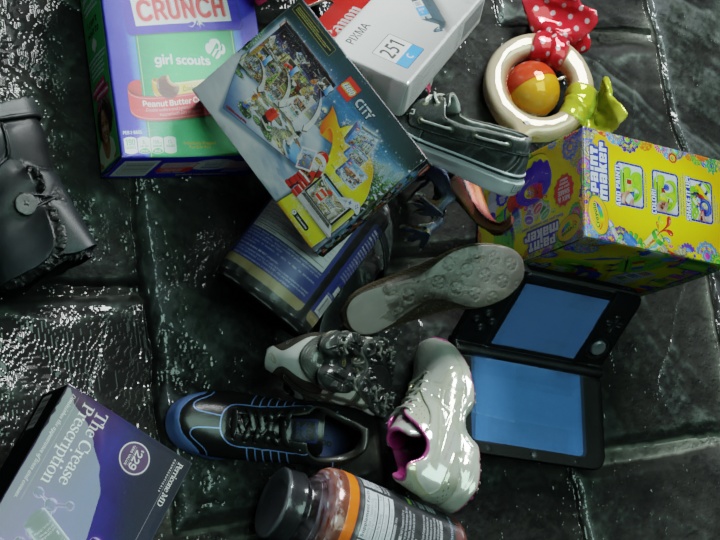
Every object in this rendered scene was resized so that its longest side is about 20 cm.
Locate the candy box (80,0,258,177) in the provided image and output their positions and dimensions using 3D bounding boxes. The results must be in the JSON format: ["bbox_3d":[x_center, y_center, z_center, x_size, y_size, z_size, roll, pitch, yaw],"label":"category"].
[{"bbox_3d":[-0.182,-0.200,1.429,0.167,0.077,0.202,-4,78,-30],"label":"candy box"}]

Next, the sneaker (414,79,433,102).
[{"bbox_3d":[-0.023,-0.208,1.498,0.197,0.081,0.075,8,53,4],"label":"sneaker"}]

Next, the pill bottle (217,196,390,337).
[{"bbox_3d":[-0.041,-0.044,1.416,0.112,0.112,0.201,39,81,-15],"label":"pill bottle"}]

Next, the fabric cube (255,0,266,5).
[{"bbox_3d":[-0.060,-0.424,1.449,0.200,0.195,0.200,52,30,-8],"label":"fabric cube"}]

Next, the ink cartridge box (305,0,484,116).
[{"bbox_3d":[0.009,-0.253,1.456,0.175,0.045,0.200,24,45,13],"label":"ink cartridge box"}]

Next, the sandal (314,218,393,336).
[{"bbox_3d":[0.001,0.001,1.498,0.075,0.048,0.203,15,71,-25],"label":"sandal"}]

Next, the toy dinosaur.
[{"bbox_3d":[0.094,-0.109,1.526,0.198,0.106,0.182,16,54,16],"label":"toy dinosaur"}]

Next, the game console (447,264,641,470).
[{"bbox_3d":[0.204,0.103,1.546,0.198,0.177,0.117,11,34,-27],"label":"game console"}]

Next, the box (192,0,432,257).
[{"bbox_3d":[-0.046,-0.134,1.349,0.136,0.038,0.201,-38,78,5],"label":"box"}]

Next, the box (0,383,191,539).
[{"bbox_3d":[-0.262,0.225,1.278,0.141,0.079,0.201,36,63,-20],"label":"box"}]

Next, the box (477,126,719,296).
[{"bbox_3d":[0.259,-0.052,1.568,0.191,0.200,0.124,10,73,-28],"label":"box"}]

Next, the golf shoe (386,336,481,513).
[{"bbox_3d":[0.068,0.144,1.457,0.091,0.075,0.201,20,43,-27],"label":"golf shoe"}]

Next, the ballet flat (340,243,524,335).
[{"bbox_3d":[0.072,0.020,1.469,0.198,0.046,0.068,-19,95,-12],"label":"ballet flat"}]

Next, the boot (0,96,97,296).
[{"bbox_3d":[-0.348,-0.057,1.299,0.199,0.076,0.170,-19,83,-38],"label":"boot"}]

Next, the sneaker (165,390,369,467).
[{"bbox_3d":[-0.086,0.151,1.393,0.198,0.078,0.071,10,73,-27],"label":"sneaker"}]

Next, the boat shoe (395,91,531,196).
[{"bbox_3d":[0.081,-0.144,1.429,0.198,0.072,0.072,24,19,13],"label":"boat shoe"}]

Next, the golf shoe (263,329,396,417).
[{"bbox_3d":[-0.026,0.097,1.425,0.200,0.093,0.079,38,55,-62],"label":"golf shoe"}]

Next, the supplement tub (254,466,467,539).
[{"bbox_3d":[-0.002,0.259,1.399,0.199,0.107,0.108,25,66,-21],"label":"supplement tub"}]

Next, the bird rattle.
[{"bbox_3d":[0.218,-0.223,1.653,0.162,0.113,0.202,-21,85,-15],"label":"bird rattle"}]
